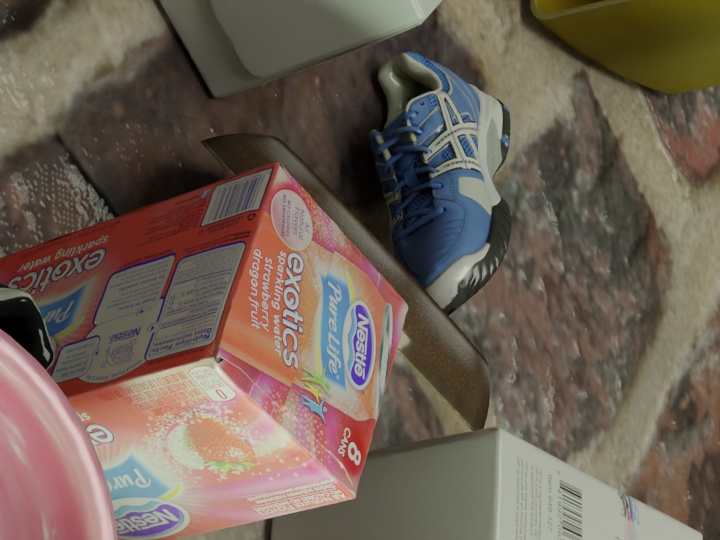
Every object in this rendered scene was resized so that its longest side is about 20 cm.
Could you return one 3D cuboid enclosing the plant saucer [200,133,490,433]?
[{"bbox_3d":[0.000,0.000,1.057,0.200,0.032,0.200,48,0,0],"label":"plant saucer"}]

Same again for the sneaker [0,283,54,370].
[{"bbox_3d":[-0.193,0.058,0.779,0.200,0.080,0.074,-47,127,-39],"label":"sneaker"}]

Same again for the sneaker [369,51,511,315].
[{"bbox_3d":[0.036,-0.047,1.203,0.077,0.076,0.201,38,29,-25],"label":"sneaker"}]

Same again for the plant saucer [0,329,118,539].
[{"bbox_3d":[-0.182,0.103,0.721,0.199,0.051,0.202,4,82,-26],"label":"plant saucer"}]

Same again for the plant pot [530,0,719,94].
[{"bbox_3d":[0.243,-0.230,1.478,0.176,0.199,0.201,45,42,-52],"label":"plant pot"}]

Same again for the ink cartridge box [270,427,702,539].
[{"bbox_3d":[0.067,0.188,1.085,0.200,0.144,0.148,30,54,-44],"label":"ink cartridge box"}]

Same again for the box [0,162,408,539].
[{"bbox_3d":[-0.092,0.046,0.871,0.095,0.199,0.103,47,42,-32],"label":"box"}]

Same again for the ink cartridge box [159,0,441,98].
[{"bbox_3d":[-0.017,-0.212,1.133,0.146,0.144,0.200,60,38,-19],"label":"ink cartridge box"}]
